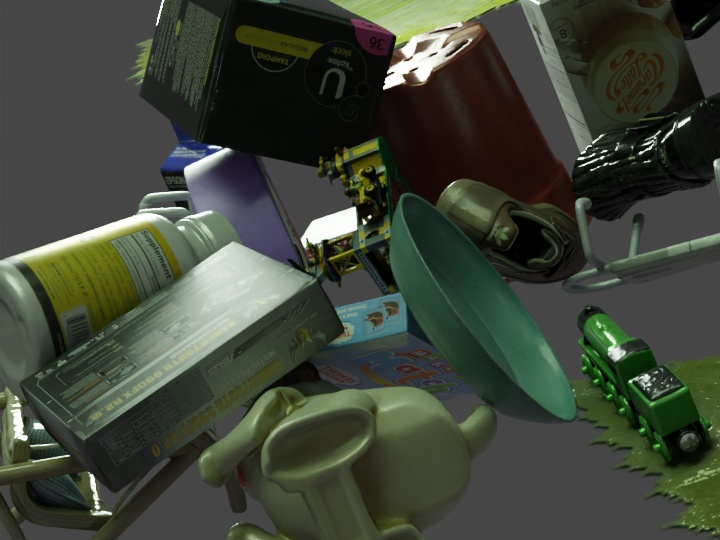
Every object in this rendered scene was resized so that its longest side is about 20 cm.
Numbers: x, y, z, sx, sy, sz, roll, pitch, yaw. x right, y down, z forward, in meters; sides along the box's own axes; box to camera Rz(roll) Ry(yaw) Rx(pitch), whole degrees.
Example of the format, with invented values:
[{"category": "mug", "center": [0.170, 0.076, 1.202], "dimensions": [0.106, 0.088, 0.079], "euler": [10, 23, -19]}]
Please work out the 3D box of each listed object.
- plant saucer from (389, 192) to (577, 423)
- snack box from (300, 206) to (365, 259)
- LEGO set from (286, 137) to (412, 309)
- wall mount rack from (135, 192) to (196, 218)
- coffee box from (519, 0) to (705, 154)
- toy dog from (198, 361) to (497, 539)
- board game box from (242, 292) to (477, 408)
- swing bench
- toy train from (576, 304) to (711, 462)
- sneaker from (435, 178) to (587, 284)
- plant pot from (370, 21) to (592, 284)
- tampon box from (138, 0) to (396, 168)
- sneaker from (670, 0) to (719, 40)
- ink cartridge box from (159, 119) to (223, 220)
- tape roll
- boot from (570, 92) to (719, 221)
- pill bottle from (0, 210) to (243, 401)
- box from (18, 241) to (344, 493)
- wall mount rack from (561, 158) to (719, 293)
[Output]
[{"category": "plant saucer", "center": [0.079, 0.035, 1.320], "dimensions": [0.036, 0.200, 0.200], "euler": [-38, 16, 15]}, {"category": "snack box", "center": [0.033, -0.054, 1.859], "dimensions": [0.199, 0.024, 0.072], "euler": [-17, 20, 23]}, {"category": "LEGO set", "center": [0.000, 0.000, 1.517], "dimensions": [0.115, 0.200, 0.155], "euler": [-20, 51, 16]}, {"category": "wall mount rack", "center": [-0.167, 0.024, 1.671], "dimensions": [0.074, 0.175, 0.200], "euler": [-6, 10, -2]}, {"category": "coffee box", "center": [0.233, -0.177, 1.660], "dimensions": [0.114, 0.201, 0.080], "euler": [-26, 20, -3]}, {"category": "toy dog", "center": [-0.021, 0.123, 1.283], "dimensions": [0.194, 0.140, 0.200], "euler": [-37, 18, -18]}, {"category": "board game box", "center": [-0.010, 0.072, 1.415], "dimensions": [0.199, 0.151, 0.037], "euler": [-15, 64, 30]}, {"category": "swing bench", "center": [-0.211, 0.143, 1.482], "dimensions": [0.199, 0.130, 0.199], "euler": [-27, 18, -6]}, {"category": "toy train", "center": [0.188, 0.072, 1.281], "dimensions": [0.042, 0.057, 0.200], "euler": [-26, 19, -3]}, {"category": "sneaker", "center": [0.136, -0.016, 1.481], "dimensions": [0.075, 0.199, 0.071], "euler": [35, 103, 37]}, {"category": "plant pot", "center": [0.082, -0.104, 1.665], "dimensions": [0.200, 0.196, 0.201], "euler": [-22, 19, 8]}, {"category": "tampon box", "center": [-0.084, -0.176, 1.590], "dimensions": [0.149, 0.127, 0.200], "euler": [10, 13, -24]}, {"category": "sneaker", "center": [0.318, -0.285, 2.031], "dimensions": [0.199, 0.077, 0.111], "euler": [-12, 13, 18]}, {"category": "ink cartridge box", "center": [-0.133, -0.054, 1.794], "dimensions": [0.039, 0.201, 0.099], "euler": [-33, 19, -32]}, {"category": "tape roll", "center": [-0.083, -0.011, 1.617], "dimensions": [0.065, 0.201, 0.200], "euler": [-24, 19, 0]}, {"category": "boot", "center": [0.294, -0.109, 1.580], "dimensions": [0.210, 0.080, 0.158], "euler": [-13, -7, -34]}, {"category": "pill bottle", "center": [-0.189, 0.020, 1.453], "dimensions": [0.199, 0.112, 0.111], "euler": [-20, 14, -32]}, {"category": "box", "center": [-0.130, 0.063, 1.327], "dimensions": [0.200, 0.049, 0.158], "euler": [-35, 24, -17]}, {"category": "wall mount rack", "center": [0.256, -0.036, 1.471], "dimensions": [0.199, 0.075, 0.174], "euler": [-16, -12, 24]}]
